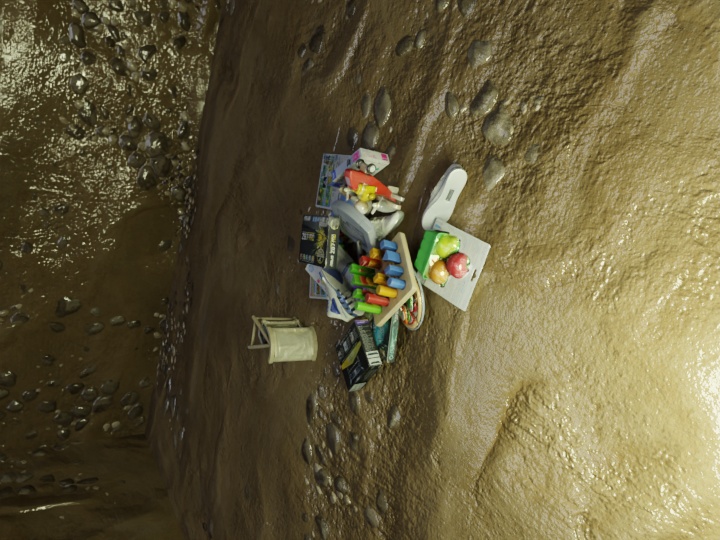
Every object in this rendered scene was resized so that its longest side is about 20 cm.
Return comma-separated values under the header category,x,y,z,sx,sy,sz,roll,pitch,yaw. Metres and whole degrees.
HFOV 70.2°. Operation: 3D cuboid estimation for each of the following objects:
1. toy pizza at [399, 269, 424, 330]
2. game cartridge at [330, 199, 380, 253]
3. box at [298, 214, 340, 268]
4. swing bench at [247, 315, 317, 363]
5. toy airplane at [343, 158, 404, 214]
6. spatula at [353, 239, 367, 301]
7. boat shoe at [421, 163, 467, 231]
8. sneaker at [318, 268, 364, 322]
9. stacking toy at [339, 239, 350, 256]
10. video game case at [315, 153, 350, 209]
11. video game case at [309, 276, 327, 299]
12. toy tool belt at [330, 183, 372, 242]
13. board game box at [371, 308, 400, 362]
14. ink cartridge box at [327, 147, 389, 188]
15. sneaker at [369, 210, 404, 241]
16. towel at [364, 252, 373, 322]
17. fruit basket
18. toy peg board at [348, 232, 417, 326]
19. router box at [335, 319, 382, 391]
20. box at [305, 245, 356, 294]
category,x,y,z,sx,sy,sz,roll,pitch,yaw
toy pizza,0.127,0.075,1.485,0.200,0.031,0.203,171,90,-70
game cartridge,-0.015,-0.136,1.574,0.041,0.134,0.200,-39,50,-13
box,-0.135,-0.097,1.664,0.199,0.049,0.164,14,97,58
swing bench,-0.290,0.257,1.931,0.199,0.197,0.132,16,99,51
toy airplane,0.035,-0.229,1.563,0.142,0.198,0.200,-57,-2,1
spatula,0.000,0.000,1.593,0.020,0.056,0.203,20,121,40
boat shoe,0.227,-0.204,1.421,0.070,0.070,0.202,-94,24,-58
sneaker,-0.083,0.092,1.658,0.200,0.080,0.115,53,126,12
stacking toy,-0.077,-0.063,1.774,0.201,0.085,0.086,51,127,20
video game case,-0.097,-0.324,1.882,0.181,0.022,0.203,20,103,52
video game case,-0.130,0.004,1.890,0.181,0.023,0.203,0,87,53
toy tool belt,-0.055,-0.196,1.727,0.201,0.122,0.126,-59,38,30
board game box,0.074,0.157,1.552,0.135,0.028,0.203,-138,49,-61
ink cartridge box,-0.012,-0.331,1.691,0.199,0.118,0.043,-32,63,46
sneaker,0.057,-0.135,1.601,0.081,0.070,0.200,52,132,2
towel,0.036,0.054,1.659,0.148,0.036,0.202,39,119,48
fruit basket,0.243,-0.020,1.366,0.199,0.093,0.188,32,112,40
toy peg board,0.052,0.019,1.461,0.200,0.097,0.202,-50,38,41
router box,-0.008,0.275,1.648,0.201,0.052,0.159,-58,44,50
box,-0.087,0.003,1.720,0.200,0.041,0.157,48,127,23
